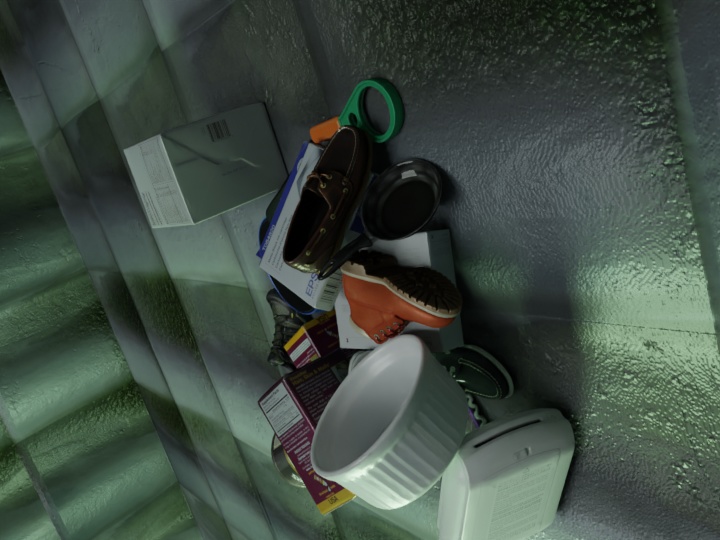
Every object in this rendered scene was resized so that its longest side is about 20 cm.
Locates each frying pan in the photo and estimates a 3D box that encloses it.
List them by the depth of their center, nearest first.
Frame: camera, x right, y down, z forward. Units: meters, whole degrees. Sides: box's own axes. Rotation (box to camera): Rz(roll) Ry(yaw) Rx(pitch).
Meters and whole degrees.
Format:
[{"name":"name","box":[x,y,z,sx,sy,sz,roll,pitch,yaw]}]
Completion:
[{"name":"frying pan","box":[0.035,-0.052,0.806,0.114,0.192,0.031,19,167,41]}]

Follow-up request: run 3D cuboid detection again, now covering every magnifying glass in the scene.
[{"name":"magnifying glass","box":[-0.010,-0.204,0.886,0.199,0.022,0.081,-4,110,54]}]

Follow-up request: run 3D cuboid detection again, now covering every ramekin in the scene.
[{"name":"ramekin","box":[0.039,0.187,0.798,0.098,0.202,0.200,41,152,-15]}]

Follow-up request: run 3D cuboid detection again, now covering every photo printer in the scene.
[{"name":"photo printer","box":[0.179,0.262,0.816,0.070,0.164,0.202,-126,28,-48]}]

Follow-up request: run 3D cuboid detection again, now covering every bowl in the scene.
[{"name":"bowl","box":[-0.115,-0.015,1.154,0.200,0.039,0.203,34,138,38]}]

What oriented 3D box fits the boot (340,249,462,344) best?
[{"name":"boot","box":[0.048,0.048,0.808,0.199,0.074,0.109,22,117,51]}]

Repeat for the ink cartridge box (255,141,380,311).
[{"name":"ink cartridge box","box":[-0.074,-0.075,0.937,0.199,0.040,0.202,31,101,42]}]

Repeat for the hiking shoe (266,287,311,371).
[{"name":"hiking shoe","box":[-0.137,0.131,1.234,0.202,0.100,0.076,61,147,4]}]

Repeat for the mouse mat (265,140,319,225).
[{"name":"mouse mat","box":[-0.081,-0.083,1.034,0.200,0.007,0.162,-47,65,43]}]

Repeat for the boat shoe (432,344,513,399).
[{"name":"boat shoe","box":[0.119,0.133,0.903,0.199,0.060,0.077,20,129,48]}]

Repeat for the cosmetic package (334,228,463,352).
[{"name":"cosmetic package","box":[0.042,0.030,0.893,0.198,0.051,0.153,-4,93,47]}]

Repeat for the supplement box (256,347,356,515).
[{"name":"supplement box","box":[-0.046,0.244,1.007,0.103,0.130,0.201,-44,74,42]}]

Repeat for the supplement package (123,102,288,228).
[{"name":"supplement package","box":[-0.263,-0.174,1.109,0.199,0.190,0.149,2,114,54]}]

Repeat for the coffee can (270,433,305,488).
[{"name":"coffee can","box":[-0.075,0.322,1.242,0.147,0.145,0.200,56,147,10]}]

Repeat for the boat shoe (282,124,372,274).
[{"name":"boat shoe","box":[-0.043,-0.094,0.842,0.070,0.070,0.203,17,90,40]}]

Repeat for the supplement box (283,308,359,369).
[{"name":"supplement box","box":[-0.036,0.182,1.140,0.202,0.085,0.110,58,147,9]}]

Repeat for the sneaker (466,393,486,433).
[{"name":"sneaker","box":[0.134,0.233,0.930,0.200,0.088,0.081,48,147,24]}]

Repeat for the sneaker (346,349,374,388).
[{"name":"sneaker","box":[0.034,0.196,0.959,0.115,0.080,0.202,-153,41,-76]}]
